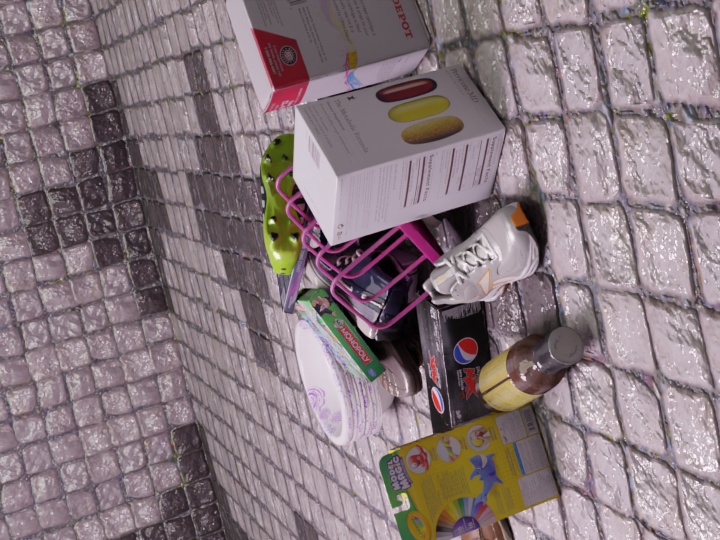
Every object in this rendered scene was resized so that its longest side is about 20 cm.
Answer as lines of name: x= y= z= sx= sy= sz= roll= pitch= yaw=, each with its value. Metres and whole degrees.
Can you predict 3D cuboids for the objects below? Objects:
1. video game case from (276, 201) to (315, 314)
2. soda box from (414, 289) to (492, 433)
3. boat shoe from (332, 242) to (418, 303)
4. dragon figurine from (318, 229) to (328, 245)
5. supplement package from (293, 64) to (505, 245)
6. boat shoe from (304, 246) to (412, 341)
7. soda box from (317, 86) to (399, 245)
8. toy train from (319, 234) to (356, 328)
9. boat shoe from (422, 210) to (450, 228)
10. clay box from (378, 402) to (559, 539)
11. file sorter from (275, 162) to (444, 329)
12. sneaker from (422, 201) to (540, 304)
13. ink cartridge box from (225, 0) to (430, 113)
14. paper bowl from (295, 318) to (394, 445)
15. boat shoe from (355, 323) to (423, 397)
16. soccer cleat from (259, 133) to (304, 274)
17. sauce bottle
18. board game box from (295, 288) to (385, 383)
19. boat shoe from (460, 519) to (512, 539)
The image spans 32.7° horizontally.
video game case: x=-0.084 y=-0.060 z=1.690 sx=0.143 sy=0.019 sz=0.202 roll=-107 pitch=30 yaw=-66
soda box: x=0.118 y=0.119 z=1.511 sx=0.071 sy=0.063 sz=0.202 roll=-143 pitch=41 yaw=-61
boat shoe: x=0.018 y=0.001 z=1.687 sx=0.200 sy=0.073 sz=0.066 roll=-151 pitch=51 yaw=-66
dragon figurine: x=-0.029 y=-0.135 z=1.716 sx=0.099 sy=0.058 sz=0.202 roll=-146 pitch=63 yaw=-62
supplement package: x=0.039 y=-0.127 z=1.324 sx=0.110 sy=0.198 sz=0.114 roll=97 pitch=150 yaw=-50
boat shoe: x=0.000 y=0.000 z=1.599 sx=0.200 sy=0.074 sz=0.093 roll=43 pitch=127 yaw=40
soda box: x=-0.003 y=-0.141 z=1.622 sx=0.071 sy=0.063 sz=0.202 roll=-148 pitch=44 yaw=-63
toy train: x=-0.028 y=-0.004 z=1.806 sx=0.056 sy=0.041 sz=0.202 roll=42 pitch=-144 yaw=-59
boat shoe: x=0.067 y=-0.134 z=1.494 sx=0.063 sy=0.072 sz=0.201 roll=-47 pitch=42 yaw=18
clay box: x=0.118 y=0.235 z=1.396 sx=0.048 sy=0.198 sz=0.116 roll=152 pitch=102 yaw=-71
file sorter: x=0.000 y=-0.051 z=1.474 sx=0.139 sy=0.125 sz=0.201 roll=42 pitch=-167 yaw=-48
sneaker: x=0.127 y=-0.005 z=1.340 sx=0.200 sy=0.091 sz=0.076 roll=117 pitch=133 yaw=-63
ink cartridge box: x=-0.040 y=-0.283 z=1.421 sx=0.086 sy=0.198 sz=0.149 roll=136 pitch=116 yaw=-70
paper bowl: x=-0.018 y=0.156 z=1.868 sx=0.200 sy=0.103 sz=0.203 roll=164 pitch=90 yaw=-71
boat shoe: x=0.052 y=0.106 z=1.680 sx=0.200 sy=0.073 sz=0.075 roll=-128 pitch=30 yaw=-60
soccer cleat: x=-0.102 y=-0.089 z=1.610 sx=0.081 sy=0.067 sz=0.202 roll=102 pitch=171 yaw=-57
sauce bottle: x=0.182 y=0.106 z=1.317 sx=0.200 sy=0.064 sz=0.065 roll=132 pitch=119 yaw=-68
board game box: x=-0.034 y=0.084 z=1.659 sx=0.135 sy=0.029 sz=0.200 roll=53 pitch=172 yaw=-6
boat shoe: x=0.160 y=0.378 z=1.588 sx=0.076 sy=0.073 sz=0.202 roll=135 pitch=117 yaw=-69
